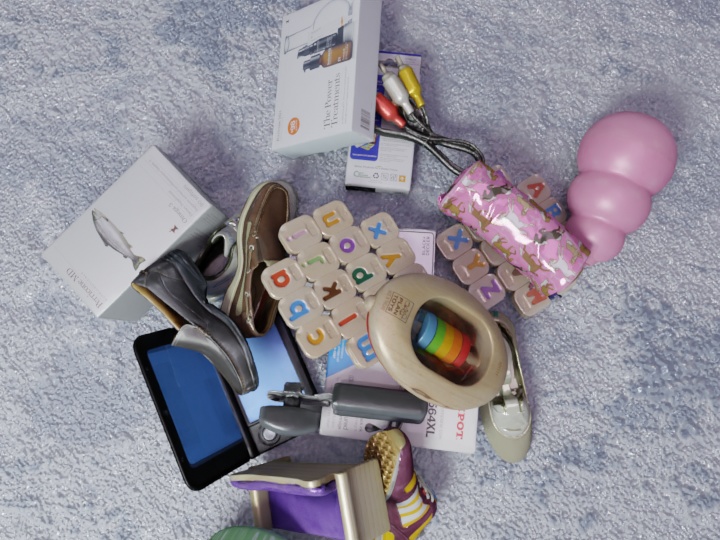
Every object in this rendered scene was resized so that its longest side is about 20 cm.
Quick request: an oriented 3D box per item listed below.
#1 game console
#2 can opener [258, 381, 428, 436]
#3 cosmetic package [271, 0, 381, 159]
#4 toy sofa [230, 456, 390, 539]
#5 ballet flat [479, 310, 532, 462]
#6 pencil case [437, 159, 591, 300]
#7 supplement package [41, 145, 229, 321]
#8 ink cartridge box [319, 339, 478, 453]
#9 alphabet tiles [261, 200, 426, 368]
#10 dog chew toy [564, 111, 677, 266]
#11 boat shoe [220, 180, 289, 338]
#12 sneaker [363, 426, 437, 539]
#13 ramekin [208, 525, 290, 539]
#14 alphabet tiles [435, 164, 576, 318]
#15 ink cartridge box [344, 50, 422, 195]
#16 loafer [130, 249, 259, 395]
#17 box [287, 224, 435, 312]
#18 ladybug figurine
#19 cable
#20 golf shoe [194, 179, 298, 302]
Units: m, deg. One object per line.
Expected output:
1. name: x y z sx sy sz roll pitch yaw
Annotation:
1. game console: -0.162 0.145 0.746 0.174 0.116 0.202 -24 83 -2
2. can opener: -0.019 0.166 0.687 0.196 0.053 0.067 2 67 1
3. cosmetic package: -0.048 -0.268 0.793 0.149 0.051 0.204 -4 80 41
4. toy sofa: -0.067 0.274 0.684 0.097 0.199 0.084 -4 80 -43
5. ballet flat: 0.189 0.155 0.762 0.068 0.069 0.203 -9 83 0
6. pencil case: 0.194 -0.054 0.741 0.200 0.083 0.087 42 92 3
7. supplement package: -0.290 -0.044 0.774 0.117 0.117 0.200 44 86 6
8. ink cartridge box: 0.055 0.148 0.756 0.197 0.084 0.149 5 82 3
9. alphabet tiles: -0.013 0.014 0.710 0.194 0.015 0.201 -28 81 -27
10. dog chew toy: 0.333 -0.104 0.767 0.123 0.125 0.202 23 90 4
11. boat shoe: -0.117 -0.013 0.738 0.074 0.074 0.206 9 88 44
12. sneaker: 0.053 0.265 0.712 0.089 0.075 0.202 -5 126 -19
13. ramekin: -0.126 0.401 0.680 0.197 0.098 0.203 9 119 16
14. alphabet tiles: 0.207 -0.042 0.791 0.194 0.015 0.202 -30 82 -16
15. ink cartridge box: 0.033 -0.213 0.829 0.093 0.037 0.204 6 85 1
16. loafer: -0.199 0.074 0.700 0.072 0.073 0.201 -32 80 -38
17. box: 0.000 0.000 0.786 0.196 0.060 0.119 2 83 -1
18. ladybug figurine: 0.082 0.081 0.663 0.199 0.072 0.137 35 67 -19
19. cable: 0.080 -0.192 0.784 0.097 0.050 0.200 -42 83 -3
20. golf shoe: -0.156 -0.045 0.782 0.078 0.097 0.201 35 83 7
